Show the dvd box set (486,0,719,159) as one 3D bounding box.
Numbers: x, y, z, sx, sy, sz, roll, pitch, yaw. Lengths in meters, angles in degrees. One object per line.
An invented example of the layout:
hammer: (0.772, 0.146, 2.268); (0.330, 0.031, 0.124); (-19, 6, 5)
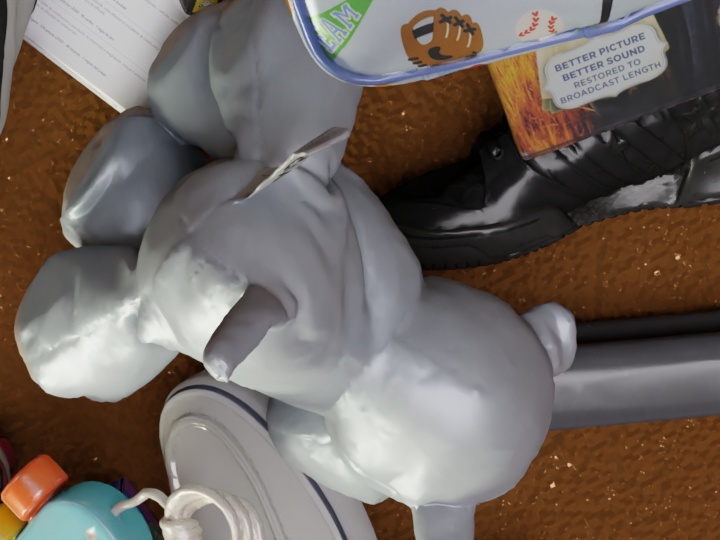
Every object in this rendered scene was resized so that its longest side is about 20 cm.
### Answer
dvd box set: (0.086, -0.148, 0.949); (0.146, 0.029, 0.201); (-20, 118, 4)

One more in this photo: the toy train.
toy train: (-0.071, 0.156, 1.037); (0.150, 0.056, 0.201); (7, 108, 25)

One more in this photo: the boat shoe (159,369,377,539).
boat shoe: (-0.031, 0.134, 1.067); (0.072, 0.066, 0.201); (-18, 92, 38)

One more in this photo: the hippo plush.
hippo plush: (0.000, 0.000, 0.999); (0.161, 0.200, 0.160); (31, 74, -25)

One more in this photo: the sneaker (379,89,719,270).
sneaker: (0.093, -0.072, 1.073); (0.199, 0.060, 0.105); (-13, 111, -6)

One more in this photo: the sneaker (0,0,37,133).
sneaker: (-0.161, -0.050, 1.003); (0.080, 0.115, 0.200); (21, 125, -4)

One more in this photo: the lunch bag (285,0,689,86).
lunch bag: (0.054, -0.152, 0.884); (0.199, 0.076, 0.161); (-18, 116, 5)

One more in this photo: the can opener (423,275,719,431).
can opener: (0.058, 0.031, 1.106); (0.199, 0.053, 0.067); (0, 108, -5)

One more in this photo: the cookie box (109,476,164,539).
cookie box: (-0.127, 0.205, 1.135); (0.200, 0.075, 0.171); (-32, 107, 6)

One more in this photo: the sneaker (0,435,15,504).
sneaker: (-0.223, 0.111, 1.095); (0.200, 0.075, 0.081); (-30, 109, 6)

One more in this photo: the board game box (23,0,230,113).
board game box: (-0.102, -0.149, 1.039); (0.200, 0.035, 0.126); (38, 103, -16)
